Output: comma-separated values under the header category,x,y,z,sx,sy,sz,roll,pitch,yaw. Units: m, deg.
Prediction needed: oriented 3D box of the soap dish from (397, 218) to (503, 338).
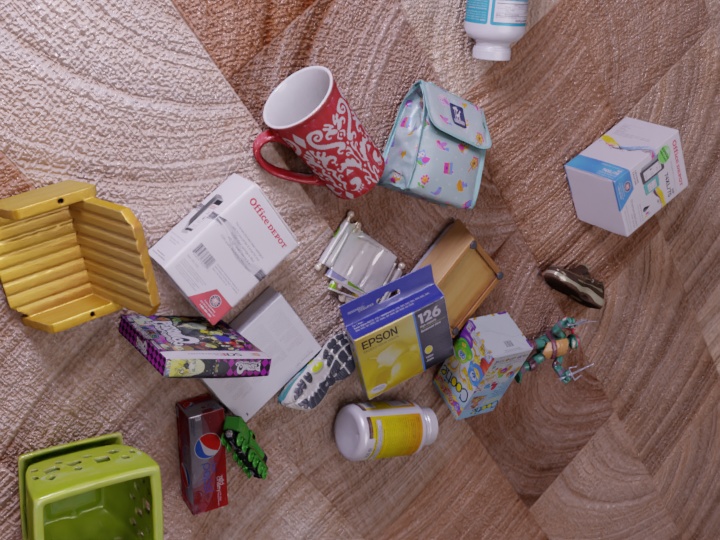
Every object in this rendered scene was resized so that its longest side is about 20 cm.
category,x,y,z,sx,sy,sz,roll,pitch,yaw
soap dish,0.182,0.024,1.819,0.200,0.081,0.157,-51,128,-8

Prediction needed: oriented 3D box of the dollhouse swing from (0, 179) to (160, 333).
category,x,y,z,sx,sy,sz,roll,pitch,yaw
dollhouse swing,-0.415,-0.004,1.333,0.181,0.176,0.201,-21,120,-27

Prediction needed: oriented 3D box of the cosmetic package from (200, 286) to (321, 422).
category,x,y,z,sx,sy,sz,roll,pitch,yaw
cosmetic package,-0.184,0.151,1.633,0.200,0.052,0.151,-43,125,-13

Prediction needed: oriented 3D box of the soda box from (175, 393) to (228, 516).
category,x,y,z,sx,sy,sz,roll,pitch,yaw
soda box,-0.279,0.325,1.627,0.070,0.063,0.202,-12,115,-30

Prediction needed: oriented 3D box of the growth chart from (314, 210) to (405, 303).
category,x,y,z,sx,sy,sz,roll,pitch,yaw
growth chart,0.000,0.000,1.723,0.145,0.018,0.200,-53,128,-5

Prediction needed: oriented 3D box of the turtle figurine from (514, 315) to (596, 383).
category,x,y,z,sx,sy,sz,roll,pitch,yaw
turtle figurine,0.429,0.176,2.041,0.198,0.101,0.151,-15,102,-13

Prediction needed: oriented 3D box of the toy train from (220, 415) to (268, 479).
category,x,y,z,sx,sy,sz,roll,pitch,yaw
toy train,-0.204,0.318,1.653,0.200,0.041,0.057,72,23,-55

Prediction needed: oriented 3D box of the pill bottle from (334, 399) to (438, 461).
category,x,y,z,sx,sy,sz,roll,pitch,yaw
pill bottle,0.055,0.314,1.827,0.199,0.109,0.110,2,107,-35

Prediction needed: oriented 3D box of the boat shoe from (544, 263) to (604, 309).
category,x,y,z,sx,sy,sz,roll,pitch,yaw
boat shoe,0.474,0.018,2.036,0.202,0.074,0.075,29,77,-45

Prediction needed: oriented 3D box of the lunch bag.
category,x,y,z,sx,sy,sz,roll,pitch,yaw
lunch bag,0.141,-0.226,1.670,0.169,0.122,0.202,15,91,-35

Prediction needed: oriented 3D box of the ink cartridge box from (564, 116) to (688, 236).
category,x,y,z,sx,sy,sz,roll,pitch,yaw
ink cartridge box,0.564,-0.202,1.955,0.200,0.146,0.147,-37,125,-18

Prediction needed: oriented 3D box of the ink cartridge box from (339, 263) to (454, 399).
category,x,y,z,sx,sy,sz,roll,pitch,yaw
ink cartridge box,0.073,0.115,1.715,0.197,0.047,0.201,-25,127,-16

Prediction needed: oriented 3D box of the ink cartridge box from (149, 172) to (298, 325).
category,x,y,z,sx,sy,sz,roll,pitch,yaw
ink cartridge box,-0.223,-0.037,1.511,0.200,0.083,0.147,-44,127,-12

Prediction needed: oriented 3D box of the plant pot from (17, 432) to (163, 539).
category,x,y,z,sx,sy,sz,roll,pitch,yaw
plant pot,-0.437,0.376,1.463,0.199,0.181,0.201,-9,113,-31

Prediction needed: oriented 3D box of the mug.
category,x,y,z,sx,sy,sz,roll,pitch,yaw
mug,-0.070,-0.218,1.545,0.200,0.176,0.134,48,43,-41

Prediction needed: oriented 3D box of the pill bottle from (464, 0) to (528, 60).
category,x,y,z,sx,sy,sz,roll,pitch,yaw
pill bottle,0.244,-0.480,1.646,0.110,0.111,0.202,-8,113,-32

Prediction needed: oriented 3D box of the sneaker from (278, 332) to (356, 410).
category,x,y,z,sx,sy,sz,roll,pitch,yaw
sneaker,-0.078,0.183,1.708,0.200,0.079,0.078,-39,105,-38

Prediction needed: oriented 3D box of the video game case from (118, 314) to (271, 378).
category,x,y,z,sx,sy,sz,roll,pitch,yaw
video game case,-0.266,0.119,1.469,0.180,0.200,0.036,4,104,-35

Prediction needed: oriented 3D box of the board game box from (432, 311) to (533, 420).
category,x,y,z,sx,sy,sz,roll,pitch,yaw
board game box,0.244,0.193,1.866,0.104,0.103,0.201,-8,139,-32
